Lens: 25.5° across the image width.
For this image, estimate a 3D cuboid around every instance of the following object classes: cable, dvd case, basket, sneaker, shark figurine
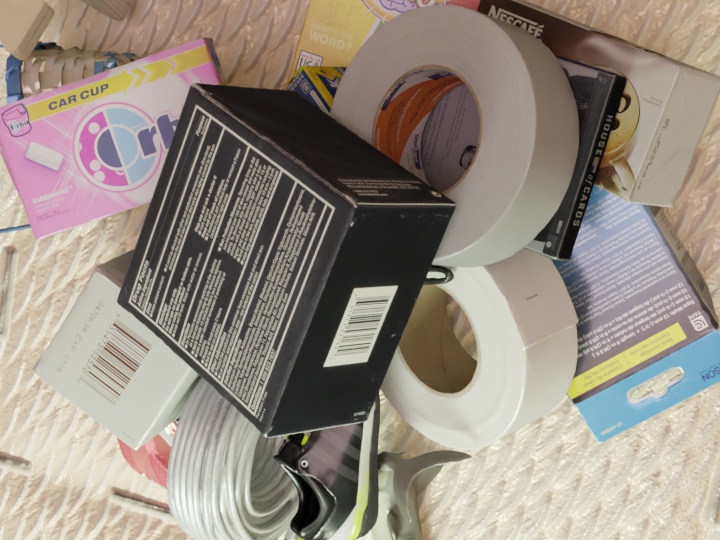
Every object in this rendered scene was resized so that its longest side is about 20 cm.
[{"bbox_3d":[-0.092,0.153,1.404,0.069,0.200,0.200,18,75,27],"label":"cable"},{"bbox_3d":[0.105,-0.110,1.277,0.200,0.025,0.150,24,103,37],"label":"dvd case"},{"bbox_3d":[-0.287,-0.119,1.431,0.200,0.139,0.176,-2,99,8],"label":"basket"},{"bbox_3d":[-0.176,0.176,1.506,0.087,0.074,0.200,-33,87,32],"label":"sneaker"},{"bbox_3d":[-0.032,0.144,1.352,0.083,0.072,0.200,-8,97,-26],"label":"sneaker"},{"bbox_3d":[0.044,0.190,1.423,0.089,0.215,0.128,-25,59,-18],"label":"shark figurine"}]

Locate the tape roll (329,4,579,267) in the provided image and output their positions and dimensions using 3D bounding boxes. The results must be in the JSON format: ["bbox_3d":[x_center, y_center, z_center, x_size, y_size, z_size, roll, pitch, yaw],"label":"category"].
[{"bbox_3d":[0.070,-0.103,1.244,0.200,0.066,0.200,-5,82,38],"label":"tape roll"}]

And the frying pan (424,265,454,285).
[{"bbox_3d":[-0.010,-0.014,1.345,0.190,0.031,0.115,-27,96,41],"label":"frying pan"}]

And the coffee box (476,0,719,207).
[{"bbox_3d":[0.176,-0.141,1.289,0.200,0.080,0.113,30,107,35],"label":"coffee box"}]

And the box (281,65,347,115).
[{"bbox_3d":[-0.068,-0.087,1.384,0.200,0.064,0.070,-48,66,33],"label":"box"}]

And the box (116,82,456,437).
[{"bbox_3d":[-0.061,-0.013,1.224,0.198,0.123,0.200,38,116,34],"label":"box"}]

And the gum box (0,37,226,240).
[{"bbox_3d":[-0.202,-0.109,1.328,0.200,0.066,0.114,-19,97,2],"label":"gum box"}]

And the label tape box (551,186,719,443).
[{"bbox_3d":[0.217,0.025,1.361,0.143,0.066,0.200,-31,92,19],"label":"label tape box"}]

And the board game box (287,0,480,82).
[{"bbox_3d":[0.036,-0.235,1.373,0.153,0.040,0.200,19,105,11],"label":"board game box"}]

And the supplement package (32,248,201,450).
[{"bbox_3d":[-0.176,0.054,1.403,0.117,0.200,0.117,36,108,6],"label":"supplement package"}]

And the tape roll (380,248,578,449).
[{"bbox_3d":[0.087,0.047,1.348,0.202,0.071,0.203,23,123,42],"label":"tape roll"}]

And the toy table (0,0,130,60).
[{"bbox_3d":[-0.288,-0.284,1.382,0.117,0.184,0.200,24,93,28],"label":"toy table"}]
